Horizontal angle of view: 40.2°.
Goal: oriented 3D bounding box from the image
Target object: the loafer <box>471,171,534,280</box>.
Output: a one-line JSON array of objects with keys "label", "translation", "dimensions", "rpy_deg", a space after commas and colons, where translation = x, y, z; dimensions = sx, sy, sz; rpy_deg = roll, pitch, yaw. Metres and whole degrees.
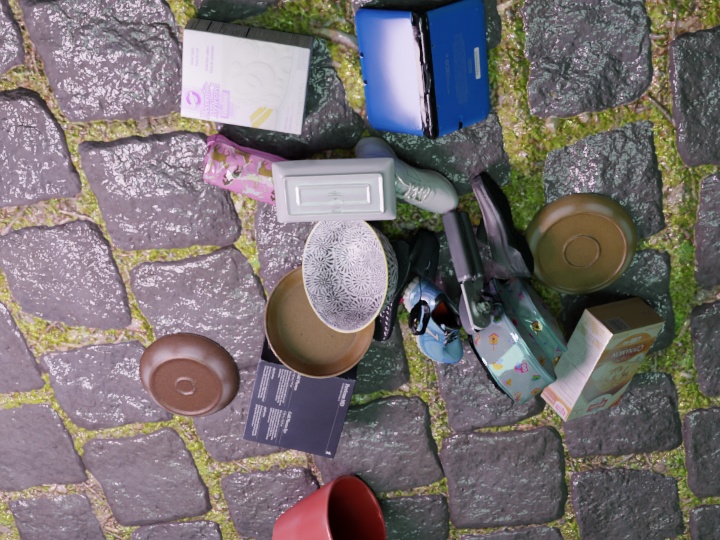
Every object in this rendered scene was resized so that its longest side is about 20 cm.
[{"label": "loafer", "translation": [0.224, -0.068, 1.654], "dimensions": [0.071, 0.073, 0.202], "rpy_deg": [-17, 110, 26]}]

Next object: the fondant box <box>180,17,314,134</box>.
[{"label": "fondant box", "translation": [-0.178, -0.303, 1.539], "dimensions": [0.196, 0.059, 0.146], "rpy_deg": [9, 123, -1]}]

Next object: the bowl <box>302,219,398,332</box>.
[{"label": "bowl", "translation": [0.000, 0.000, 1.679], "dimensions": [0.093, 0.201, 0.202], "rpy_deg": [-6, 138, -48]}]

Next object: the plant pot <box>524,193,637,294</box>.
[{"label": "plant pot", "translation": [0.379, -0.037, 1.691], "dimensions": [0.196, 0.028, 0.203], "rpy_deg": [1, 123, 2]}]

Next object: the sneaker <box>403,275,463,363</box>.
[{"label": "sneaker", "translation": [0.142, 0.102, 1.733], "dimensions": [0.078, 0.089, 0.201], "rpy_deg": [-45, 133, -18]}]

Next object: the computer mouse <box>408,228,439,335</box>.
[{"label": "computer mouse", "translation": [0.108, 0.017, 1.647], "dimensions": [0.034, 0.203, 0.058], "rpy_deg": [-21, 142, 38]}]

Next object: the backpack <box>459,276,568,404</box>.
[{"label": "backpack", "translation": [0.268, 0.120, 1.695], "dimensions": [0.152, 0.201, 0.176], "rpy_deg": [-30, 116, 21]}]

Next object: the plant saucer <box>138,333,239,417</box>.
[{"label": "plant saucer", "translation": [-0.333, 0.213, 1.891], "dimensions": [0.196, 0.037, 0.204], "rpy_deg": [2, 123, 2]}]

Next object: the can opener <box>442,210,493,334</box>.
[{"label": "can opener", "translation": [0.170, 0.005, 1.638], "dimensions": [0.053, 0.204, 0.066], "rpy_deg": [-5, 166, -43]}]

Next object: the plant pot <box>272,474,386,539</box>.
[{"label": "plant pot", "translation": [-0.070, 0.538, 1.999], "dimensions": [0.176, 0.202, 0.201], "rpy_deg": [-27, 118, 31]}]

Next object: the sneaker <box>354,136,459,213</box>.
[{"label": "sneaker", "translation": [0.074, -0.140, 1.614], "dimensions": [0.198, 0.081, 0.071], "rpy_deg": [28, 119, -15]}]

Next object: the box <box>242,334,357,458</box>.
[{"label": "box", "translation": [-0.112, 0.229, 1.835], "dimensions": [0.179, 0.105, 0.203], "rpy_deg": [14, 124, -4]}]

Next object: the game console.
[{"label": "game console", "translation": [0.100, -0.321, 1.533], "dimensions": [0.168, 0.118, 0.203], "rpy_deg": [-22, 125, -20]}]

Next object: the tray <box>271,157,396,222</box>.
[{"label": "tray", "translation": [-0.042, -0.124, 1.571], "dimensions": [0.196, 0.022, 0.109], "rpy_deg": [-2, 120, 5]}]

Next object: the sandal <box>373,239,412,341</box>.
[{"label": "sandal", "translation": [0.055, 0.031, 1.737], "dimensions": [0.075, 0.045, 0.203], "rpy_deg": [34, 124, 32]}]

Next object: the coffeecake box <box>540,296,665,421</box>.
[{"label": "coffeecake box", "translation": [0.427, 0.156, 1.740], "dimensions": [0.151, 0.073, 0.203], "rpy_deg": [-9, 132, -38]}]

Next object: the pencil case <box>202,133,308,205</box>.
[{"label": "pencil case", "translation": [-0.163, -0.159, 1.616], "dimensions": [0.196, 0.083, 0.088], "rpy_deg": [16, 89, -6]}]

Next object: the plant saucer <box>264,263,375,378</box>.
[{"label": "plant saucer", "translation": [-0.073, 0.089, 1.741], "dimensions": [0.196, 0.035, 0.205], "rpy_deg": [1, 81, -7]}]
